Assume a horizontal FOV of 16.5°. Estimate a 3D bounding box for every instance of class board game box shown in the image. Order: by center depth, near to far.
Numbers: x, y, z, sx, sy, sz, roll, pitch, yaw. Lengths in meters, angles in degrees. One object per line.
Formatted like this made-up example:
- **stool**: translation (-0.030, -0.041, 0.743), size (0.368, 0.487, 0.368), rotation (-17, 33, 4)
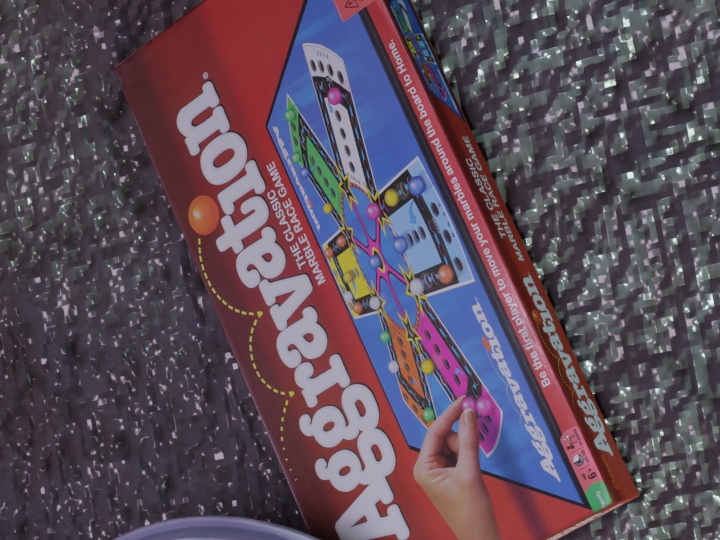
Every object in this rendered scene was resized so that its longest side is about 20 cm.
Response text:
- **board game box**: translation (0.000, 0.000, 0.759), size (0.103, 0.019, 0.200), rotation (-33, 74, 32)

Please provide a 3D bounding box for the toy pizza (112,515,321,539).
- **toy pizza**: translation (-0.029, 0.172, 0.771), size (0.200, 0.032, 0.201), rotation (6, 102, 30)
